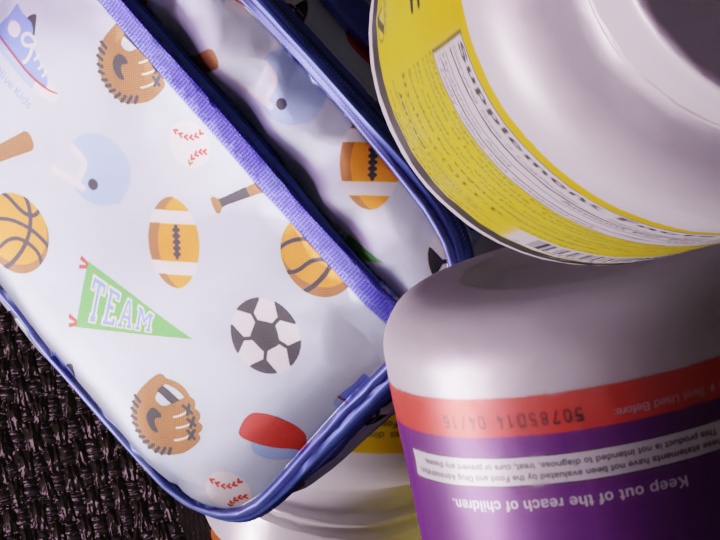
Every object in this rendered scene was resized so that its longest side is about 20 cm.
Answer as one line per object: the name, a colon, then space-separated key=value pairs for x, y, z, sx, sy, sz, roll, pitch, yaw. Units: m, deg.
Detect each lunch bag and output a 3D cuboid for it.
lunch bag: x=-0.049 y=-0.037 z=0.890 sx=0.200 sy=0.076 sz=0.160 roll=49 pitch=125 yaw=8

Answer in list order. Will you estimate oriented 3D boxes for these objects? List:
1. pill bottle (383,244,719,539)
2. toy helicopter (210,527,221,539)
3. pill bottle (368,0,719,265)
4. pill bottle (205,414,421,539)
pill bottle: x=0.077 y=0.093 z=0.781 sx=0.112 sy=0.112 sz=0.201 roll=-143 pitch=41 yaw=-76
toy helicopter: x=0.022 y=0.139 z=1.142 sx=0.200 sy=0.079 sz=0.132 roll=44 pitch=161 yaw=-4
pill bottle: x=0.069 y=-0.061 z=0.613 sx=0.200 sy=0.111 sz=0.112 roll=162 pitch=95 yaw=-81
pill bottle: x=0.000 y=0.000 z=0.987 sx=0.113 sy=0.112 sz=0.201 roll=-118 pitch=33 yaw=-59
